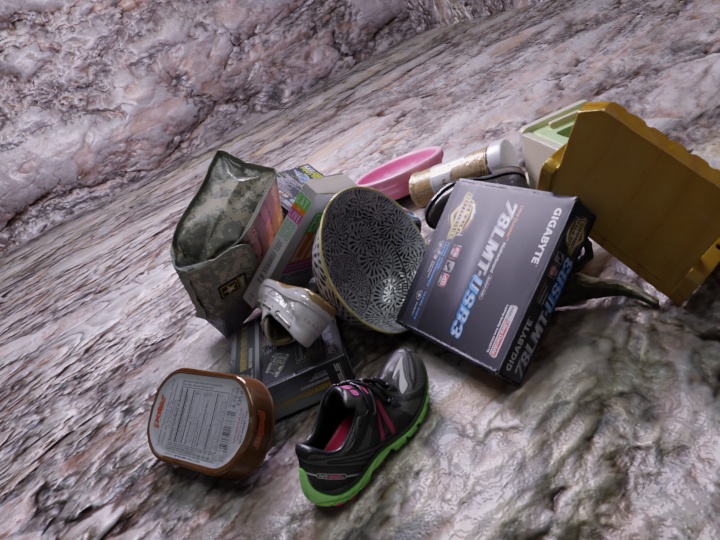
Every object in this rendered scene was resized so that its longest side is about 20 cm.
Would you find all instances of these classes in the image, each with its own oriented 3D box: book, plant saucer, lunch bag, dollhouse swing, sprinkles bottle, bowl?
[{"bbox_3d":[-0.087,-0.043,0.913,0.203,0.048,0.133,-58,-17,25],"label":"book"},{"bbox_3d":[0.081,-0.190,1.260,0.195,0.052,0.201,-22,17,7],"label":"plant saucer"},{"bbox_3d":[-0.193,-0.039,0.905,0.114,0.165,0.205,19,65,8],"label":"lunch bag"},{"bbox_3d":[0.313,-0.104,0.650,0.180,0.178,0.199,-35,65,-28],"label":"dollhouse swing"},{"bbox_3d":[0.179,-0.167,1.094,0.196,0.069,0.068,-15,23,41],"label":"sprinkles bottle"},{"bbox_3d":[0.000,0.000,0.845,0.093,0.202,0.201,-30,12,45],"label":"bowl"}]

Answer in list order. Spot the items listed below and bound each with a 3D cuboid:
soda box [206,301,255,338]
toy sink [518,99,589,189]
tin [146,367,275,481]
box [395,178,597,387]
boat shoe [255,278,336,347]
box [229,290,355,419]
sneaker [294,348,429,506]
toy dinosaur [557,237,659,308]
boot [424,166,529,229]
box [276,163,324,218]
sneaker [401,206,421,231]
[{"bbox_3d":[-0.178,0.009,1.023,0.067,0.064,0.201,33,61,16],"label":"soda box"},{"bbox_3d":[0.335,-0.190,0.986,0.127,0.115,0.201,-22,24,-1],"label":"toy sink"},{"bbox_3d":[-0.178,0.173,0.719,0.195,0.042,0.115,-2,66,39],"label":"tin"},{"bbox_3d":[0.146,0.002,0.718,0.197,0.049,0.205,24,88,59],"label":"box"},{"bbox_3d":[-0.101,0.059,0.794,0.070,0.070,0.199,-58,21,-14],"label":"boat shoe"},{"bbox_3d":[-0.096,0.112,0.830,0.154,0.049,0.201,-24,24,0],"label":"box"},{"bbox_3d":[0.007,0.143,0.633,0.075,0.086,0.200,1,34,40],"label":"sneaker"},{"bbox_3d":[0.237,0.005,0.722,0.194,0.091,0.047,-7,3,29],"label":"toy dinosaur"},{"bbox_3d":[0.194,-0.083,0.957,0.195,0.070,0.176,-23,31,15],"label":"boot"},{"bbox_3d":[-0.074,-0.101,1.069,0.198,0.045,0.159,38,35,18],"label":"box"},{"bbox_3d":[0.025,-0.032,0.975,0.094,0.080,0.201,23,60,34],"label":"sneaker"}]
